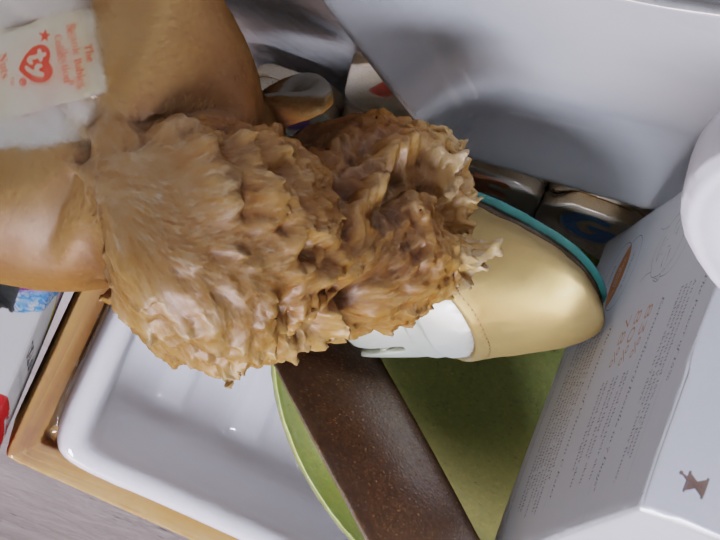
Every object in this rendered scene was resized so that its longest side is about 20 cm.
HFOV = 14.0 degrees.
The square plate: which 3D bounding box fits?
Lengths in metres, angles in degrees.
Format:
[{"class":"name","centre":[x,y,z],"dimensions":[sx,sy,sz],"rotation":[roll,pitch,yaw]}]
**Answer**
[{"class":"square plate","centre":[0.090,-0.059,0.897],"dimensions":[0.200,0.028,0.198],"rotation":[15,167,22]}]

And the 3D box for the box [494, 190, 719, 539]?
[{"class":"box","centre":[0.126,0.046,0.930],"dimensions":[0.097,0.124,0.200],"rotation":[23,168,-5]}]

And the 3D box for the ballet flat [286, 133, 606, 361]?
[{"class":"ballet flat","centre":[0.000,0.000,1.014],"dimensions":[0.200,0.063,0.069],"rotation":[22,149,47]}]

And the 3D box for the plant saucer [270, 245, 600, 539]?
[{"class":"plant saucer","centre":[0.057,0.057,1.115],"dimensions":[0.200,0.031,0.200],"rotation":[19,130,25]}]

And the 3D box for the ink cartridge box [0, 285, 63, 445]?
[{"class":"ink cartridge box","centre":[-0.159,0.013,1.186],"dimensions":[0.067,0.200,0.116],"rotation":[22,168,-3]}]

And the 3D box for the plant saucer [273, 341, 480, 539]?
[{"class":"plant saucer","centre":[0.021,0.095,1.055],"dimensions":[0.200,0.037,0.200],"rotation":[62,179,1]}]

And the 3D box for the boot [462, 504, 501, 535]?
[{"class":"boot","centre":[0.109,0.080,1.193],"dimensions":[0.200,0.074,0.075],"rotation":[5,174,19]}]

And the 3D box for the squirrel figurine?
[{"class":"squirrel figurine","centre":[-0.060,-0.032,0.935],"dimensions":[0.200,0.142,0.187],"rotation":[40,-179,18]}]

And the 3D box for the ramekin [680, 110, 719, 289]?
[{"class":"ramekin","centre":[0.182,-0.031,0.691],"dimensions":[0.202,0.094,0.202],"rotation":[16,162,5]}]

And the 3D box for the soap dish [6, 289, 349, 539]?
[{"class":"soap dish","centre":[-0.037,0.042,1.233],"dimensions":[0.200,0.157,0.081],"rotation":[27,174,-26]}]

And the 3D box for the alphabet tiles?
[{"class":"alphabet tiles","centre":[0.045,-0.024,1.099],"dimensions":[0.200,0.015,0.196],"rotation":[20,161,1]}]
